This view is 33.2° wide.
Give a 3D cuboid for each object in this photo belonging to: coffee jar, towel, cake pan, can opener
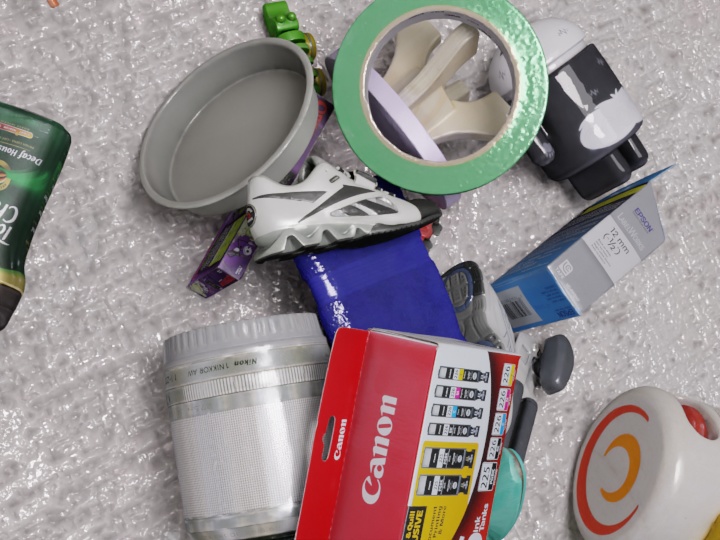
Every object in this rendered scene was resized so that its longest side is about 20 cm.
[{"bbox_3d":[-0.339,-0.049,1.096,0.104,0.085,0.200,18,75,-17],"label":"coffee jar"},{"bbox_3d":[0.010,0.015,1.151,0.148,0.050,0.200,-22,86,-37],"label":"towel"},{"bbox_3d":[-0.122,-0.133,1.151,0.037,0.200,0.200,46,64,-43],"label":"cake pan"},{"bbox_3d":[0.171,0.133,1.234,0.053,0.067,0.200,51,36,-20],"label":"can opener"}]

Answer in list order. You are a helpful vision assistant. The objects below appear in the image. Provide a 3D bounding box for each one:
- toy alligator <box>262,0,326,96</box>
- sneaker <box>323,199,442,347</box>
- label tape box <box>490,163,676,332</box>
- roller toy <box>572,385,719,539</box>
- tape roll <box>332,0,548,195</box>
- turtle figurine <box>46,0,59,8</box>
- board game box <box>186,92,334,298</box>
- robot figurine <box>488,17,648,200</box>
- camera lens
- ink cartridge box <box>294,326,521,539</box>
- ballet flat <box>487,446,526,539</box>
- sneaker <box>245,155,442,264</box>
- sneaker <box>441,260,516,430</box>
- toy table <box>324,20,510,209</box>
[{"bbox_3d":[-0.076,-0.239,1.249,0.059,0.054,0.200,-14,85,-23],"label":"toy alligator"},{"bbox_3d":[0.000,0.000,1.225,0.098,0.071,0.200,35,68,-12],"label":"sneaker"},{"bbox_3d":[0.247,-0.022,1.283,0.200,0.143,0.066,-35,93,-23],"label":"label tape box"},{"bbox_3d":[0.322,0.220,1.241,0.140,0.200,0.183,20,68,-17],"label":"roller toy"},{"bbox_3d":[0.074,-0.170,1.134,0.200,0.048,0.201,0,92,3],"label":"tape roll"},{"bbox_3d":[-0.312,-0.350,1.176,0.161,0.064,0.200,-36,85,-30],"label":"turtle figurine"},{"bbox_3d":[-0.098,-0.071,1.174,0.032,0.120,0.200,33,71,-18],"label":"board game box"},{"bbox_3d":[0.225,-0.177,1.318,0.125,0.150,0.200,-35,95,11],"label":"robot figurine"},{"bbox_3d":[-0.092,0.150,1.112,0.160,0.160,0.200,-7,82,-22],"label":"camera lens"},{"bbox_3d":[0.043,0.157,1.052,0.176,0.084,0.200,10,90,-50],"label":"ink cartridge box"},{"bbox_3d":[0.106,0.238,1.159,0.070,0.200,0.067,-12,56,-15],"label":"ballet flat"},{"bbox_3d":[-0.012,-0.064,1.086,0.200,0.074,0.089,-8,80,-37],"label":"sneaker"},{"bbox_3d":[0.131,0.084,1.222,0.087,0.074,0.200,38,38,-41],"label":"sneaker"},{"bbox_3d":[0.069,-0.173,1.238,0.117,0.184,0.200,-38,88,-9],"label":"toy table"}]
